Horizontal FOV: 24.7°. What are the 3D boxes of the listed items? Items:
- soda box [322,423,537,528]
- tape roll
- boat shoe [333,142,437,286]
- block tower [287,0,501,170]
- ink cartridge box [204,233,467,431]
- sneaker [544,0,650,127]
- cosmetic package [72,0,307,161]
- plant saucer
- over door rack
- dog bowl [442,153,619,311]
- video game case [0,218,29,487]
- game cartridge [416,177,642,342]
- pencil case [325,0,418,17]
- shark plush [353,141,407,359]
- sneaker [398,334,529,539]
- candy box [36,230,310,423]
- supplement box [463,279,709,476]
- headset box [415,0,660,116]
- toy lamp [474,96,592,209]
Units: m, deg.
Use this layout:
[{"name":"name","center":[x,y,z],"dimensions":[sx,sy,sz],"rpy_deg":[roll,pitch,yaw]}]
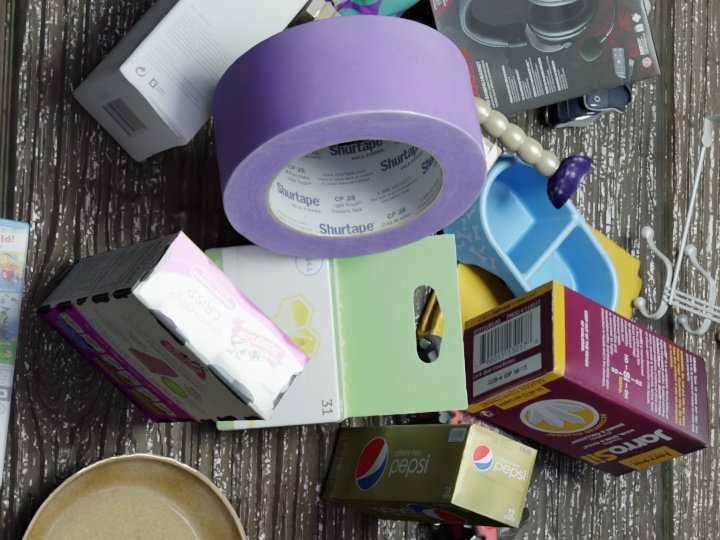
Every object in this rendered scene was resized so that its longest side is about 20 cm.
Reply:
[{"name":"soda box","center":[0.051,0.163,1.312],"dimensions":[0.067,0.199,0.065],"rpy_deg":[24,74,-27]},{"name":"tape roll","center":[-0.009,-0.094,1.219],"dimensions":[0.198,0.200,0.086],"rpy_deg":[10,56,-29]},{"name":"boat shoe","center":[0.024,-0.081,1.401],"dimensions":[0.074,0.062,0.202],"rpy_deg":[-24,99,-32]},{"name":"block tower","center":[0.018,-0.135,1.339],"dimensions":[0.199,0.054,0.058],"rpy_deg":[40,71,-14]},{"name":"ink cartridge box","center":[-0.020,0.048,1.309],"dimensions":[0.197,0.048,0.148],"rpy_deg":[-5,86,9]},{"name":"sneaker","center":[0.177,-0.216,1.495],"dimensions":[0.201,0.077,0.148],"rpy_deg":[24,71,-28]},{"name":"cosmetic package","center":[-0.123,-0.189,1.295],"dimensions":[0.081,0.112,0.200],"rpy_deg":[47,67,-18]},{"name":"plant saucer","center":[-0.179,0.242,1.263],"dimensions":[0.198,0.035,0.203],"rpy_deg":[3,85,-31]},{"name":"over door rack","center":[0.342,-0.037,1.561],"dimensions":[0.147,0.066,0.202],"rpy_deg":[18,94,-39]},{"name":"dog bowl","center":[0.154,-0.017,1.444],"dimensions":[0.112,0.049,0.201],"rpy_deg":[-46,108,-26]},{"name":"video game case","center":[-0.323,0.054,1.207],"dimensions":[0.142,0.018,0.203],"rpy_deg":[9,81,-29]},{"name":"game cartridge","center":[0.159,0.028,1.491],"dimensions":[0.199,0.032,0.178],"rpy_deg":[32,70,-27]},{"name":"pencil case","center":[0.040,-0.265,1.341],"dimensions":[0.085,0.200,0.092],"rpy_deg":[52,35,2]},{"name":"shark plush","center":[0.000,0.000,1.349],"dimensions":[0.082,0.091,0.202],"rpy_deg":[1,114,-4]},{"name":"sneaker","center":[0.094,0.148,1.416],"dimensions":[0.097,0.071,0.203],"rpy_deg":[-17,92,-36]},{"name":"candy box","center":[-0.142,0.047,1.209],"dimensions":[0.136,0.199,0.061],"rpy_deg":[46,66,-19]},{"name":"supplement box","center":[0.193,0.097,1.403],"dimensions":[0.199,0.110,0.087],"rpy_deg":[26,54,-34]},{"name":"headset box","center":[0.147,-0.218,1.424],"dimensions":[0.197,0.077,0.151],"rpy_deg":[-13,99,10]},{"name":"toy lamp","center":[0.103,-0.132,1.382],"dimensions":[0.199,0.058,0.059],"rpy_deg":[35,68,-3]}]
